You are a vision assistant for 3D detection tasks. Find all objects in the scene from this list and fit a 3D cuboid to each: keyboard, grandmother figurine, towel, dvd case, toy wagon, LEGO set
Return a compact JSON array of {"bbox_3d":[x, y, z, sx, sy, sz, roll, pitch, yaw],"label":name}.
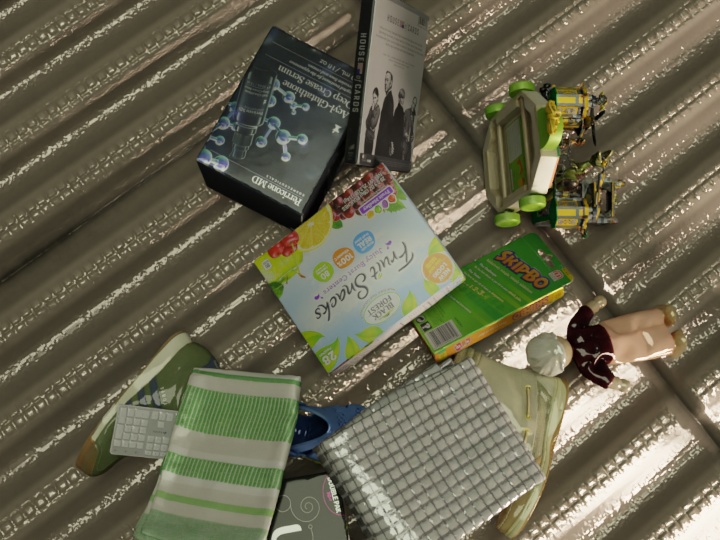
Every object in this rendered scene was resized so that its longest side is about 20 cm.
[{"bbox_3d":[-0.187,0.195,1.005,0.198,0.011,0.057,11,94,-23],"label":"keyboard"},{"bbox_3d":[0.295,0.092,1.049,0.198,0.061,0.122,-7,56,-14],"label":"grandmother figurine"},{"bbox_3d":[-0.149,0.201,0.929,0.151,0.023,0.202,1,57,21],"label":"towel"},{"bbox_3d":[0.034,-0.225,1.053,0.025,0.150,0.202,9,96,27],"label":"dvd case"},{"bbox_3d":[0.199,-0.146,1.039,0.039,0.200,0.157,1,77,-17],"label":"toy wagon"},{"bbox_3d":[0.072,0.205,0.925,0.199,0.086,0.166,-28,77,-22],"label":"towel"},{"bbox_3d":[0.283,-0.133,1.068,0.114,0.154,0.202,0,81,-2],"label":"LEGO set"}]

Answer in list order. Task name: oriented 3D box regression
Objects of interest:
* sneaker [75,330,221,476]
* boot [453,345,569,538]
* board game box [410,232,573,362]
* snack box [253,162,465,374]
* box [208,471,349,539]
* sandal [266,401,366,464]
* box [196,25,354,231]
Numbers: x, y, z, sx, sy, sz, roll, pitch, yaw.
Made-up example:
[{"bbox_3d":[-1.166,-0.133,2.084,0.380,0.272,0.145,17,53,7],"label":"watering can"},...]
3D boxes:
[{"bbox_3d":[-0.240,0.174,1.019,0.089,0.067,0.201,35,75,11],"label":"sneaker"},{"bbox_3d":[0.152,0.199,1.028,0.153,0.072,0.202,21,71,1],"label":"boot"},{"bbox_3d":[0.157,0.030,1.069,0.199,0.030,0.096,-28,51,-6],"label":"board game box"},{"bbox_3d":[0.000,0.000,1.043,0.199,0.068,0.169,-36,78,6],"label":"snack box"},{"bbox_3d":[-0.081,0.338,0.963,0.147,0.124,0.202,-9,77,-4],"label":"box"},{"bbox_3d":[-0.047,0.189,1.005,0.198,0.087,0.080,5,75,-18],"label":"sandal"},{"bbox_3d":[-0.090,-0.172,1.081,0.147,0.107,0.201,27,79,3],"label":"box"}]
